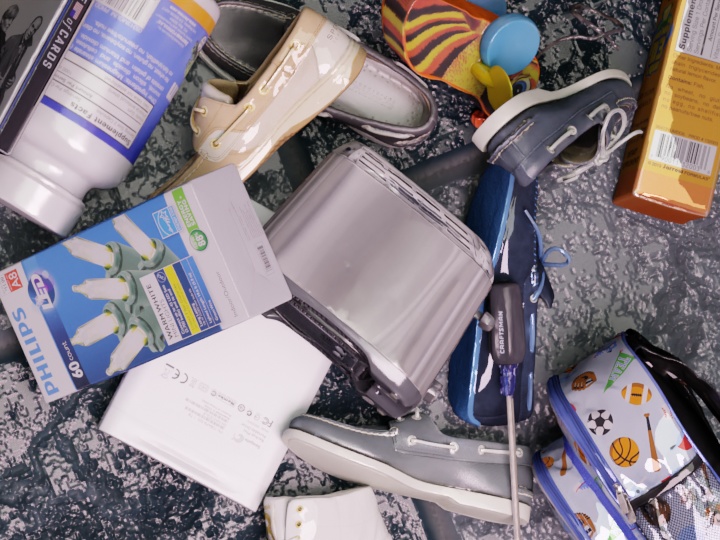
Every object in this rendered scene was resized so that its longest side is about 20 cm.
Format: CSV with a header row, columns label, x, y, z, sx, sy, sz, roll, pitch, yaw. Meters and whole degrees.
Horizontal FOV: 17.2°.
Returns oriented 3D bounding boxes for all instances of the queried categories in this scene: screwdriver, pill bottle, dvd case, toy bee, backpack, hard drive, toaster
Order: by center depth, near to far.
label,x,y,z,sx,sy,sz,roll,pitch,yaw
dvd case,-0.242,-0.183,1.674,0.025,0.150,0.201,35,79,-37
pill bottle,-0.194,-0.129,1.693,0.112,0.112,0.201,31,85,-9
toaster,0.000,0.000,1.701,0.200,0.114,0.129,39,76,3
screwdriver,0.106,0.107,1.730,0.029,0.028,0.202,1,95,-8
backpack,0.209,0.144,1.737,0.153,0.200,0.191,-27,89,1
hard drive,-0.090,0.057,1.749,0.131,0.027,0.201,29,82,-9
toy bee,0.095,-0.149,1.760,0.199,0.131,0.109,16,113,-16

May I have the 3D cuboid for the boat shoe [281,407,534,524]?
label,x,y,z,sx,sy,sz,roll,pitch,yaw
boat shoe,0.038,0.133,1.754,0.199,0.073,0.062,19,75,-14

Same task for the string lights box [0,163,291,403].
label,x,y,z,sx,sy,sz,roll,pitch,yaw
string lights box,-0.155,0.011,1.660,0.059,0.199,0.103,-26,93,-56

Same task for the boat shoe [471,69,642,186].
label,x,y,z,sx,sy,sz,roll,pitch,yaw
boat shoe,0.155,-0.102,1.741,0.075,0.200,0.062,-44,77,27

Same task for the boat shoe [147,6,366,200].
label,x,y,z,sx,sy,sz,roll,pitch,yaw
boat shoe,-0.087,-0.113,1.711,0.200,0.074,0.069,-41,104,14

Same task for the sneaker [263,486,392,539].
label,x,y,z,sx,sy,sz,roll,pitch,yaw
sneaker,-0.065,0.226,1.726,0.199,0.074,0.116,-22,90,-22

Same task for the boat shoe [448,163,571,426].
label,x,y,z,sx,sy,sz,roll,pitch,yaw
boat shoe,0.111,0.015,1.778,0.068,0.084,0.201,6,102,-19

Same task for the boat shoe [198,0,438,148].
label,x,y,z,sx,sy,sz,roll,pitch,yaw
boat shoe,-0.033,-0.149,1.756,0.199,0.060,0.074,29,82,-9

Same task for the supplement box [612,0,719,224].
label,x,y,z,sx,sy,sz,roll,pitch,yaw
supplement box,0.251,-0.141,1.814,0.068,0.067,0.201,17,83,-7
